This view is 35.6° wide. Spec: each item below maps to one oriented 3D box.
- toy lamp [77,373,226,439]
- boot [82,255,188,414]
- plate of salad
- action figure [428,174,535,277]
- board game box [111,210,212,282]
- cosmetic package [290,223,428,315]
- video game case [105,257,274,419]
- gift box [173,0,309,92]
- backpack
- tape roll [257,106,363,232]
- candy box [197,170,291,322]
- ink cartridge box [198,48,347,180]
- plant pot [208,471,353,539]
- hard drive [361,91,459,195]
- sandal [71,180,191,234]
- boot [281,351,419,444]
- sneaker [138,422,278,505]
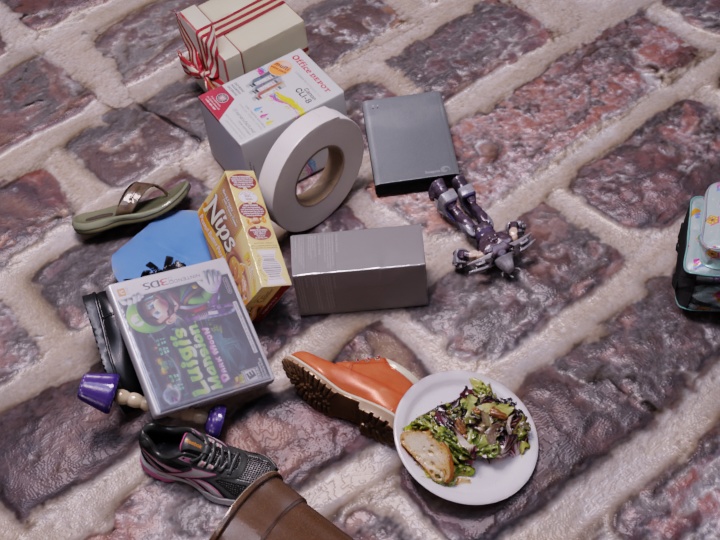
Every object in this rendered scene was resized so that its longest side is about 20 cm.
[{"bbox_3d":[-0.287,0.184,1.544,0.199,0.058,0.058,17,51,-11],"label":"toy lamp"},{"bbox_3d":[-0.300,0.090,1.623,0.162,0.073,0.199,-18,74,-10],"label":"boot"},{"bbox_3d":[0.144,0.216,1.501,0.199,0.048,0.201,5,53,-7],"label":"plate of salad"},{"bbox_3d":[0.186,-0.063,1.729,0.130,0.069,0.200,-20,56,-19],"label":"action figure"},{"bbox_3d":[-0.288,-0.014,1.755,0.158,0.039,0.200,25,51,24],"label":"board game box"},{"bbox_3d":[0.000,0.000,1.671,0.199,0.107,0.090,-6,52,-1],"label":"cosmetic package"},{"bbox_3d":[-0.236,0.090,1.565,0.181,0.023,0.200,-15,71,-29],"label":"video game case"},{"bbox_3d":[-0.211,-0.387,1.945,0.186,0.200,0.185,-31,50,-17],"label":"gift box"},{"bbox_3d":[0.564,-0.026,1.609,0.199,0.154,0.176,14,49,8],"label":"backpack"},{"bbox_3d":[-0.074,-0.155,1.739,0.037,0.203,0.203,36,63,29],"label":"tape roll"},{"bbox_3d":[-0.176,-0.035,1.675,0.055,0.115,0.201,-2,61,-35],"label":"candy box"},{"bbox_3d":[-0.137,-0.240,1.850,0.200,0.145,0.145,-29,54,-18],"label":"ink cartridge box"},{"bbox_3d":[-0.073,0.376,1.326,0.198,0.201,0.200,29,59,17],"label":"plant pot"},{"bbox_3d":[0.082,-0.214,1.878,0.139,0.033,0.200,-8,52,-1],"label":"hard drive"},{"bbox_3d":[-0.371,-0.110,1.809,0.200,0.058,0.080,-17,20,-6],"label":"sandal"},{"bbox_3d":[-0.011,0.154,1.576,0.200,0.075,0.107,27,56,15],"label":"boot"},{"bbox_3d":[-0.212,0.254,1.502,0.199,0.086,0.081,7,54,11],"label":"sneaker"}]
